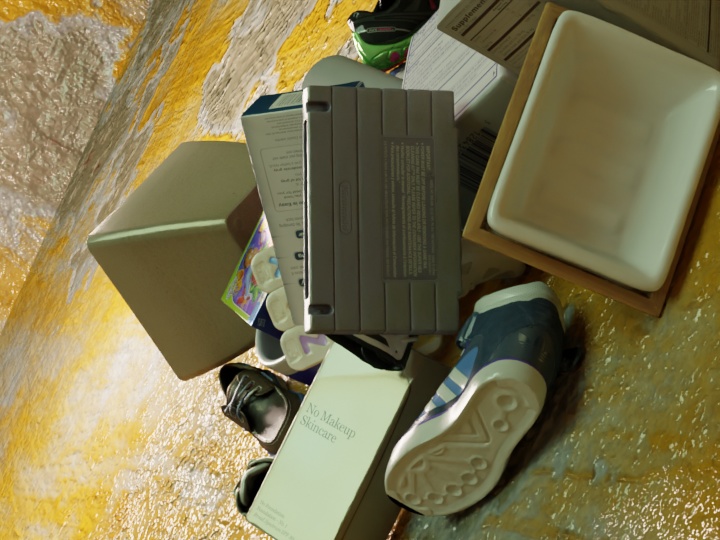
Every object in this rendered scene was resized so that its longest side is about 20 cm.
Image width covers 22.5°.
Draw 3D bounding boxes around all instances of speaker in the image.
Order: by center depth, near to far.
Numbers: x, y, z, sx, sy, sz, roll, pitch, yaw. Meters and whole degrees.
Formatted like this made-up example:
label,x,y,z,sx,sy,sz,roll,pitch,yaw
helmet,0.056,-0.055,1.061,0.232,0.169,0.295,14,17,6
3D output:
label,x,y,z,sx,sy,sz,roll,pitch,yaw
speaker,0.025,-0.152,1.789,0.200,0.081,0.081,29,92,51

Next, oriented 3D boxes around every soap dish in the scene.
label,x,y,z,sx,sy,sz,roll,pitch,yaw
soap dish,0.176,-0.080,1.355,0.081,0.157,0.200,124,167,-74

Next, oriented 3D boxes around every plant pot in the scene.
label,x,y,z,sx,sy,sz,roll,pitch,yaw
plant pot,-0.134,-0.023,1.963,0.177,0.200,0.200,-11,30,43

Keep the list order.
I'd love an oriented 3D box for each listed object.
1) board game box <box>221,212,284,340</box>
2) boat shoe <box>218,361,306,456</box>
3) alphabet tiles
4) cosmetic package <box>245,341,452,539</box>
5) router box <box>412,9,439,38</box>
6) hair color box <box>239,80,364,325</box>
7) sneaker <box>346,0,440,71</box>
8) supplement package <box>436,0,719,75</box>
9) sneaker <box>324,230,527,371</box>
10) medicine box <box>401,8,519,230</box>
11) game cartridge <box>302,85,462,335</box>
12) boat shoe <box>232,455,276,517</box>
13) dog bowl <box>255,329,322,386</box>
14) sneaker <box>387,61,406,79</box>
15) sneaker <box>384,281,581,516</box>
label,x,y,z,sx,sy,sz,roll,pitch,yaw
board game box,-0.060,-0.039,1.768,0.200,0.045,0.134,-64,20,1
boat shoe,-0.108,0.144,1.893,0.072,0.072,0.200,-64,19,0
alphabet tiles,0.000,0.000,1.656,0.195,0.015,0.200,-25,74,15
cosmetic package,-0.004,0.154,1.565,0.103,0.073,0.200,24,89,39
router box,0.155,-0.288,1.713,0.157,0.052,0.200,-43,0,-44
hair color box,-0.028,-0.057,1.578,0.100,0.200,0.061,-6,22,19
sneaker,0.065,-0.282,1.907,0.200,0.084,0.077,-35,2,-38
supplement package,0.176,-0.213,1.439,0.110,0.200,0.114,-42,28,46
sneaker,0.050,0.027,1.520,0.076,0.200,0.116,161,108,-67
medicine box,0.121,-0.167,1.581,0.182,0.103,0.200,-43,28,45
game cartridge,0.018,-0.047,1.461,0.038,0.129,0.200,156,114,-72
boat shoe,-0.084,0.211,1.754,0.075,0.068,0.200,-65,19,-6
dog bowl,-0.022,0.018,1.786,0.200,0.079,0.200,-52,23,33
sneaker,0.068,-0.174,1.856,0.200,0.074,0.082,-43,30,46
sneaker,0.098,0.094,1.449,0.200,0.080,0.147,-53,11,41
